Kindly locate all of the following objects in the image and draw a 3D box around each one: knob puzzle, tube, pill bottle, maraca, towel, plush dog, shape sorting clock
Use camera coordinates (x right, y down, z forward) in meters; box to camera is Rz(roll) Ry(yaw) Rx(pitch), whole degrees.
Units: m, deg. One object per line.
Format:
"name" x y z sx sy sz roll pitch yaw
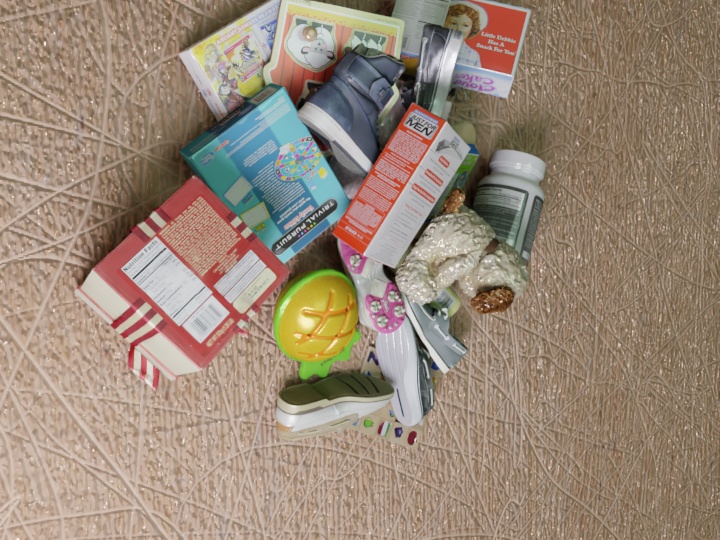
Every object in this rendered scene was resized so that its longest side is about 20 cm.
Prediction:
"knob puzzle" -0.035 -0.251 0.963 0.219 0.030 0.220 -7 111 -19
"tube" 0.085 -0.002 1.152 0.052 0.058 0.200 -39 115 12
"pill bottle" 0.248 -0.095 1.217 0.116 0.116 0.201 21 82 -35
"maraca" -0.058 0.080 1.023 0.137 0.107 0.200 -33 137 -16
"towel" 0.036 -0.187 1.066 0.191 0.032 0.200 14 102 -38
"plush dog" 0.173 -0.020 1.057 0.172 0.161 0.200 35 38 5
"shape sorting clock" 0.123 -0.141 1.116 0.200 0.039 0.200 -47 159 -24

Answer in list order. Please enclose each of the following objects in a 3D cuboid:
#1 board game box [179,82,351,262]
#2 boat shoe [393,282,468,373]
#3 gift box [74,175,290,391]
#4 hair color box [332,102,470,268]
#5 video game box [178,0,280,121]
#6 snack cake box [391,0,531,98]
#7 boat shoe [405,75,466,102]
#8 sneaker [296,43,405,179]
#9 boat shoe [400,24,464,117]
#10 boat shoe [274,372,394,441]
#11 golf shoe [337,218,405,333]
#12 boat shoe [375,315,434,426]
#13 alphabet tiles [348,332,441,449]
"board game box" -0.119 -0.120 0.945 0.151 0.047 0.200 -40 125 -12
"boat shoe" 0.114 0.082 1.145 0.062 0.073 0.200 -32 122 0
"gift box" -0.212 0.031 0.850 0.185 0.187 0.200 -44 102 -26
"hair color box" 0.057 -0.109 0.958 0.200 0.064 0.111 -57 154 6
"video game box" -0.120 -0.264 0.979 0.200 0.047 0.183 -41 120 -26
"snack cake box" 0.142 -0.346 1.068 0.199 0.067 0.115 15 76 6
"boat shoe" 0.136 -0.306 1.144 0.086 0.075 0.202 41 74 -31
"sneaker" 0.016 -0.206 0.949 0.146 0.077 0.202 -56 147 -5
"boat shoe" 0.089 -0.249 1.017 0.072 0.068 0.200 -68 174 -55
"boat shoe" -0.040 0.204 1.069 0.200 0.075 0.069 -2 114 -34
"golf shoe" 0.000 0.000 1.071 0.075 0.091 0.201 -16 92 -25
"boat shoe" 0.076 0.150 1.144 0.071 0.072 0.201 -28 120 -40
"alphabet tiles" 0.065 0.180 1.176 0.167 0.008 0.201 26 79 -34
